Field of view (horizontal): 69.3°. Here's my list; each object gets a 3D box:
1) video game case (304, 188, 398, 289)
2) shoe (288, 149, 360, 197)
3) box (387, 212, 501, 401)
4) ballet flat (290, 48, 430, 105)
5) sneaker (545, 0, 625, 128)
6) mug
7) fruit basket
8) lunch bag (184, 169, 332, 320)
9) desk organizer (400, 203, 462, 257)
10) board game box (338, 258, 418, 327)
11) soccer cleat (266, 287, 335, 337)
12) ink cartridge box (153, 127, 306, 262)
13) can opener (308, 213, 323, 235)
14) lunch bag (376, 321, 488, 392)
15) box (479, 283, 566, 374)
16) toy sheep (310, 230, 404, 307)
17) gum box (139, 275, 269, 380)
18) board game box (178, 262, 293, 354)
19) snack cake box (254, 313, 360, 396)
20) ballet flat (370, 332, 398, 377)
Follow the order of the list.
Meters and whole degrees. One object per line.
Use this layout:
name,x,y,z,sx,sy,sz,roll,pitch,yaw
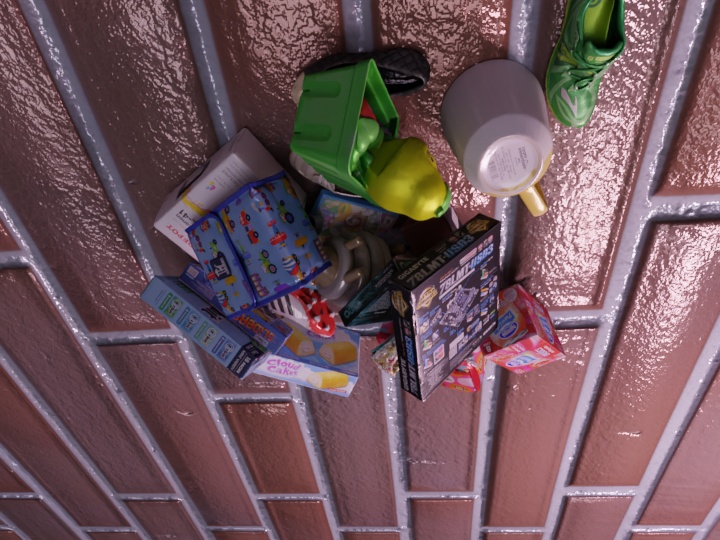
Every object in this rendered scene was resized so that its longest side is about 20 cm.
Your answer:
video game case,-0.040,-0.040,0.889,0.140,0.018,0.202,10,132,-27
shoe,-0.014,-0.152,0.796,0.195,0.054,0.071,11,130,-6
box,0.129,0.052,0.750,0.049,0.199,0.202,24,138,40
ballet flat,-0.003,-0.258,0.705,0.195,0.057,0.068,-9,128,11
sneaker,0.283,-0.272,0.658,0.072,0.085,0.203,-2,130,5
mug,0.203,-0.173,0.700,0.182,0.155,0.151,18,128,-12
fruit basket,0.030,-0.154,0.672,0.210,0.216,0.160,13,88,-7
lunch bag,-0.165,-0.026,0.759,0.197,0.094,0.153,-24,97,32
desk organizer,0.144,-0.031,0.875,0.076,0.073,0.201,-21,126,23
board game box,0.077,0.031,0.796,0.197,0.029,0.135,-1,145,-47
soccer cleat,-0.129,0.060,0.975,0.084,0.070,0.199,-31,119,36
ink cartridge box,-0.205,-0.100,0.831,0.198,0.087,0.147,-33,122,25
can opener,-0.123,-0.020,0.842,0.199,0.066,0.054,-35,78,42
lunch bag,0.131,0.140,0.953,0.196,0.083,0.177,15,154,28
box,0.280,0.110,0.922,0.098,0.097,0.199,-27,149,24
toy sheep,0.000,0.000,0.836,0.197,0.140,0.138,14,133,-37
gum box,-0.240,0.087,0.856,0.198,0.170,0.045,38,89,1
board game box,-0.207,0.062,0.899,0.199,0.135,0.035,38,88,-1
snack cake box,-0.102,0.159,1.019,0.195,0.117,0.068,16,130,-11
ballet flat,0.090,0.108,0.850,0.064,0.075,0.200,51,133,12
